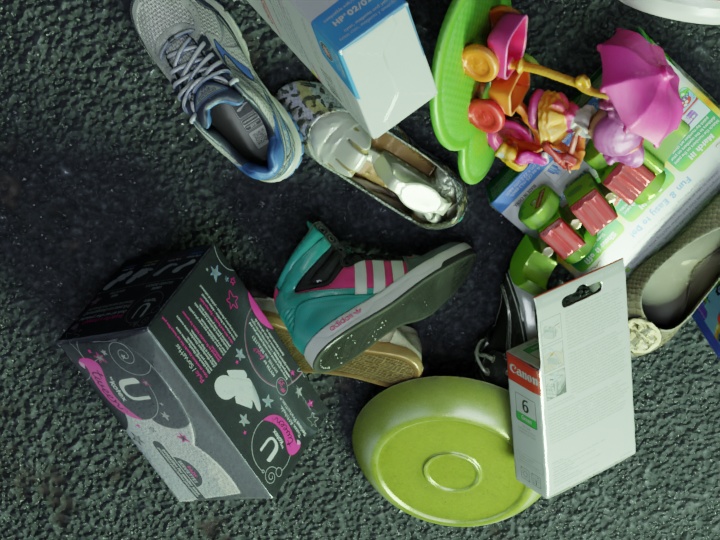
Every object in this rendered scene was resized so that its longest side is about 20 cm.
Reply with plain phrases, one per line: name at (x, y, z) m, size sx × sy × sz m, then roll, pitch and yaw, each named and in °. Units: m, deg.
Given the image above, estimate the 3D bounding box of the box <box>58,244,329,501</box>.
box at (-0.147, 0.096, 1.398) m, size 0.131 × 0.115 × 0.201 m, roll -10°, pitch 122°, yaw 41°

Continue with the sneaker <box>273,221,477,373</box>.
sneaker at (0.000, 0.000, 1.409) m, size 0.199 × 0.121 × 0.084 m, roll -28°, pitch 153°, yaw -32°

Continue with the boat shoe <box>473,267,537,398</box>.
boat shoe at (0.139, 0.089, 1.465) m, size 0.063 × 0.071 × 0.202 m, roll -7°, pitch 118°, yaw -1°

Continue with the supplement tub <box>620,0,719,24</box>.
supplement tub at (0.272, -0.308, 1.246) m, size 0.138 × 0.141 × 0.202 m, roll 5°, pitch 116°, yaw -6°

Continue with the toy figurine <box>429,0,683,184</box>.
toy figurine at (0.171, -0.133, 1.287) m, size 0.182 × 0.151 × 0.201 m, roll 16°, pitch 140°, yaw 24°

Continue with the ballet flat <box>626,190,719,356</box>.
ballet flat at (0.293, 0.002, 1.402) m, size 0.067 × 0.046 × 0.200 m, roll 35°, pitch 109°, yaw -18°

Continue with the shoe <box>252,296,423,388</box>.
shoe at (-0.037, 0.058, 1.454) m, size 0.198 × 0.054 × 0.070 m, roll 15°, pitch 142°, yaw -7°

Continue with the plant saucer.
plant saucer at (0.088, 0.180, 1.490) m, size 0.197 × 0.031 × 0.202 m, roll 5°, pitch 133°, yaw 6°

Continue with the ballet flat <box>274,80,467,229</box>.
ballet flat at (0.013, -0.097, 1.369) m, size 0.199 × 0.072 × 0.072 m, roll 30°, pitch 110°, yaw -17°

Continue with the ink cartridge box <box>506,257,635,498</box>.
ink cartridge box at (0.186, 0.090, 1.408) m, size 0.108 × 0.050 × 0.202 m, roll -21°, pitch 118°, yaw -28°

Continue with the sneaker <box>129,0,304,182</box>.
sneaker at (-0.120, -0.156, 1.310) m, size 0.077 × 0.085 × 0.200 m, roll -39°, pitch 97°, yaw 14°

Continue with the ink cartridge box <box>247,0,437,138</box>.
ink cartridge box at (-0.031, -0.211, 1.243) m, size 0.068 × 0.200 × 0.115 m, roll -36°, pitch 147°, yaw -7°

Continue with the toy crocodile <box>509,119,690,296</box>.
toy crocodile at (0.202, -0.061, 1.357) m, size 0.067 × 0.062 × 0.200 m, roll 40°, pitch 106°, yaw -20°

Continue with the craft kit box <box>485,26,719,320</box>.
craft kit box at (0.248, -0.077, 1.410) m, size 0.197 × 0.049 × 0.200 m, roll 40°, pitch 107°, yaw -17°

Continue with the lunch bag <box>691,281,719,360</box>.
lunch bag at (0.387, 0.046, 1.390) m, size 0.094 × 0.201 × 0.151 m, roll 40°, pitch 108°, yaw -20°
